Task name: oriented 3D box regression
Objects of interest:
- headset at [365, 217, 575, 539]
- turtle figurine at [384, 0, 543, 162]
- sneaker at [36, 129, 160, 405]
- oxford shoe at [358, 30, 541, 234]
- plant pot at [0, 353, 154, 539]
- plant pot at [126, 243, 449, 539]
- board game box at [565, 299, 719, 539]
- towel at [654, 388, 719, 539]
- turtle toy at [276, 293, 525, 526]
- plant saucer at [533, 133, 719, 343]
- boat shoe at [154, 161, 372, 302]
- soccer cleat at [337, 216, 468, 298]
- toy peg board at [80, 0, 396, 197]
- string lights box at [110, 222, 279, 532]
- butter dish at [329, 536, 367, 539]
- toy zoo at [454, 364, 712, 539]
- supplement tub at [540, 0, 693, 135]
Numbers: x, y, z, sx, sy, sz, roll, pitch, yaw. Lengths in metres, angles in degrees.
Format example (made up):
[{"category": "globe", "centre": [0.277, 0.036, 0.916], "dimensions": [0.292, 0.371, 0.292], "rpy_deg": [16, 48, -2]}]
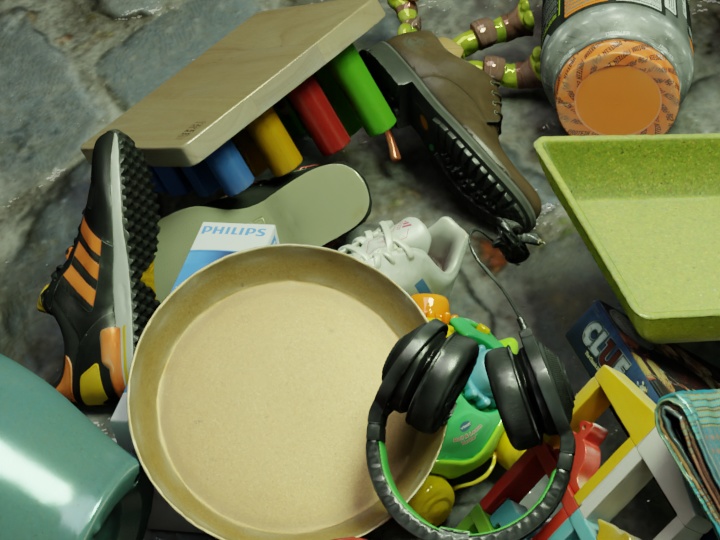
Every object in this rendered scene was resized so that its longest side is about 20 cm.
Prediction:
[{"category": "headset", "centre": [0.073, 0.069, 1.113], "dimensions": [0.123, 0.094, 0.201], "rpy_deg": [8, 82, 10]}, {"category": "turtle figurine", "centre": [0.070, -0.165, 1.536], "dimensions": [0.160, 0.065, 0.201], "rpy_deg": [-9, 49, -1]}, {"category": "sneaker", "centre": [-0.194, -0.002, 1.333], "dimensions": [0.089, 0.070, 0.202], "rpy_deg": [-9, 78, 14]}, {"category": "oxford shoe", "centre": [0.086, -0.115, 1.431], "dimensions": [0.084, 0.073, 0.200], "rpy_deg": [-28, 68, -20]}, {"category": "plant pot", "centre": [-0.237, 0.145, 1.142], "dimensions": [0.187, 0.201, 0.200], "rpy_deg": [20, 46, 12]}, {"category": "plant pot", "centre": [-0.045, 0.080, 1.147], "dimensions": [0.198, 0.028, 0.201], "rpy_deg": [1, 67, -2]}, {"category": "board game box", "centre": [0.216, 0.113, 1.135], "dimensions": [0.035, 0.135, 0.200], "rpy_deg": [-48, 38, 18]}, {"category": "towel", "centre": [0.246, 0.129, 1.054], "dimensions": [0.199, 0.022, 0.147], "rpy_deg": [0, 58, -55]}, {"category": "turtle toy", "centre": [0.021, 0.089, 1.216], "dimensions": [0.199, 0.102, 0.146], "rpy_deg": [-28, 43, -18]}, {"category": "plant saucer", "centre": [0.230, -0.017, 1.215], "dimensions": [0.198, 0.048, 0.200], "rpy_deg": [-2, 38, -17]}, {"category": "boat shoe", "centre": [-0.086, -0.025, 1.408], "dimensions": [0.200, 0.074, 0.063], "rpy_deg": [-22, 1, 2]}, {"category": "soccer cleat", "centre": [0.000, 0.000, 1.278], "dimensions": [0.070, 0.087, 0.199], "rpy_deg": [44, 31, 24]}, {"category": "toy peg board", "centre": [-0.083, -0.114, 1.444], "dimensions": [0.199, 0.098, 0.200], "rpy_deg": [-41, 21, -22]}, {"category": "string lights box", "centre": [-0.102, 0.069, 1.263], "dimensions": [0.059, 0.103, 0.201], "rpy_deg": [2, 42, 16]}, {"category": "butter dish", "centre": [-0.025, 0.224, 1.032], "dimensions": [0.198, 0.148, 0.200], "rpy_deg": [-23, 42, -14]}, {"category": "toy zoo", "centre": [0.130, 0.147, 1.089], "dimensions": [0.200, 0.020, 0.131], "rpy_deg": [-50, 37, 19]}, {"category": "supplement tub", "centre": [0.206, -0.193, 1.496], "dimensions": [0.122, 0.123, 0.201], "rpy_deg": [-1, 41, 9]}]
